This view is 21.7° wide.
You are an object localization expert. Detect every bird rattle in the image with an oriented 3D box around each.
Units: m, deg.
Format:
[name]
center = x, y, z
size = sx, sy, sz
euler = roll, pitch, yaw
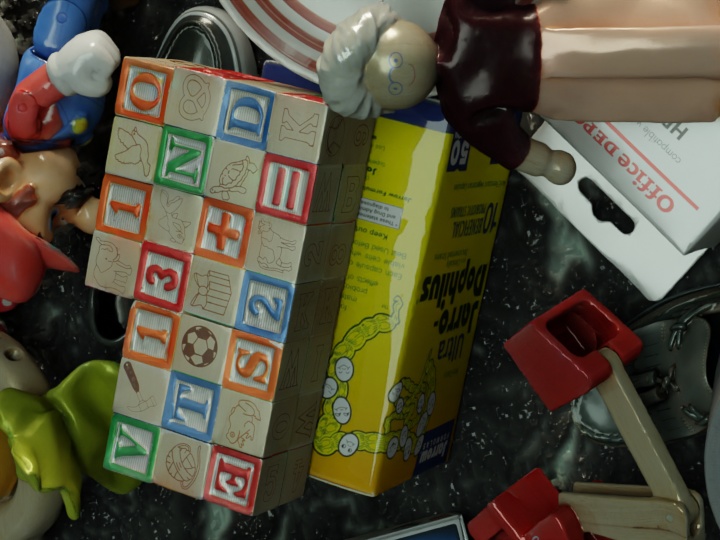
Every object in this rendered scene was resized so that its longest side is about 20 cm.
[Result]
[bird rattle]
center = -0.220, 0.081, 1.095
size = 0.200, 0.112, 0.164
euler = 38, 124, 20

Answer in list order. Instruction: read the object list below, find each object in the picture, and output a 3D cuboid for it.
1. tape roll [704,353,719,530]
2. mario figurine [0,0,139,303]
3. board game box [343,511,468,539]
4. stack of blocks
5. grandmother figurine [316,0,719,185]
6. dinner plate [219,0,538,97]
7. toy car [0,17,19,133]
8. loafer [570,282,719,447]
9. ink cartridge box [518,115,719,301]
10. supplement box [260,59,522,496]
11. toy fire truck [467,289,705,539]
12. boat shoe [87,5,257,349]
[tape roll]
center = 0.259, 0.076, 0.857
size = 0.198, 0.066, 0.202
euler = 7, 122, 11
[mario figurine]
center = -0.156, -0.077, 1.041
size = 0.105, 0.123, 0.202
euler = 14, 84, 32
[board game box]
center = -0.027, 0.215, 0.997
size = 0.198, 0.035, 0.128
euler = -13, 88, -10
[stack of blocks]
center = -0.071, 0.005, 0.924
size = 0.114, 0.058, 0.202
euler = 14, 100, 23
[grandmother figurine]
center = 0.079, -0.099, 0.855
size = 0.198, 0.061, 0.123
euler = -3, 94, -1
[dinner plate]
center = 0.014, -0.181, 0.884
size = 0.198, 0.024, 0.202
euler = 3, 109, 9
[toy car]
center = -0.251, -0.147, 1.079
size = 0.184, 0.178, 0.200
euler = -18, 123, 46
[loafer]
center = 0.188, 0.038, 0.929
size = 0.199, 0.063, 0.072
euler = -23, 85, 23
[ink cartridge box]
center = 0.165, -0.089, 0.927
size = 0.115, 0.068, 0.200
euler = 45, 109, 14
[supplement box]
center = 0.000, 0.000, 0.984
size = 0.109, 0.109, 0.202
euler = 16, 100, 22
[toy fire truck]
center = 0.126, 0.126, 0.940
size = 0.201, 0.049, 0.141
euler = 52, 136, 10
[boat shoe]
center = -0.107, -0.049, 1.054
size = 0.068, 0.057, 0.202
euler = 17, 101, 22
